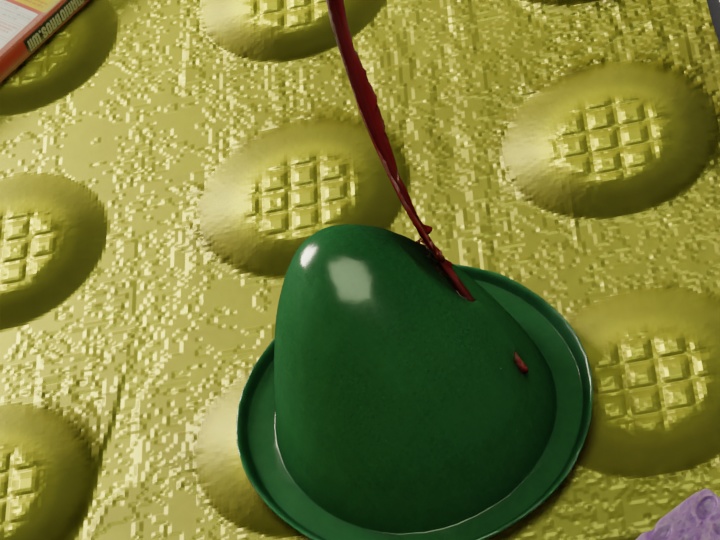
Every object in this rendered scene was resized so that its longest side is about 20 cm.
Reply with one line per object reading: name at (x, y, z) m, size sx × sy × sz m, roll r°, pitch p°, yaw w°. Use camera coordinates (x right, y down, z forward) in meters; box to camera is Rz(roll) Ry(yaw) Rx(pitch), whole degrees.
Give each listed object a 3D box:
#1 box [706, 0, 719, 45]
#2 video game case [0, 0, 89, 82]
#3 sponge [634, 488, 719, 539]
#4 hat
box at (0.263, -0.122, 1.115) m, size 0.181 × 0.104 × 0.201 m, roll -18°, pitch 45°, yaw 8°
video game case at (-0.218, -0.175, 1.380) m, size 0.143 × 0.017 × 0.200 m, roll 24°, pitch 59°, yaw 34°
sponge at (0.165, 0.177, 0.926) m, size 0.111 × 0.030 × 0.200 m, roll -37°, pitch 48°, yaw -18°
hat at (0.000, 0.000, 1.037) m, size 0.165 × 0.177 × 0.200 m, roll -33°, pitch 47°, yaw -15°
